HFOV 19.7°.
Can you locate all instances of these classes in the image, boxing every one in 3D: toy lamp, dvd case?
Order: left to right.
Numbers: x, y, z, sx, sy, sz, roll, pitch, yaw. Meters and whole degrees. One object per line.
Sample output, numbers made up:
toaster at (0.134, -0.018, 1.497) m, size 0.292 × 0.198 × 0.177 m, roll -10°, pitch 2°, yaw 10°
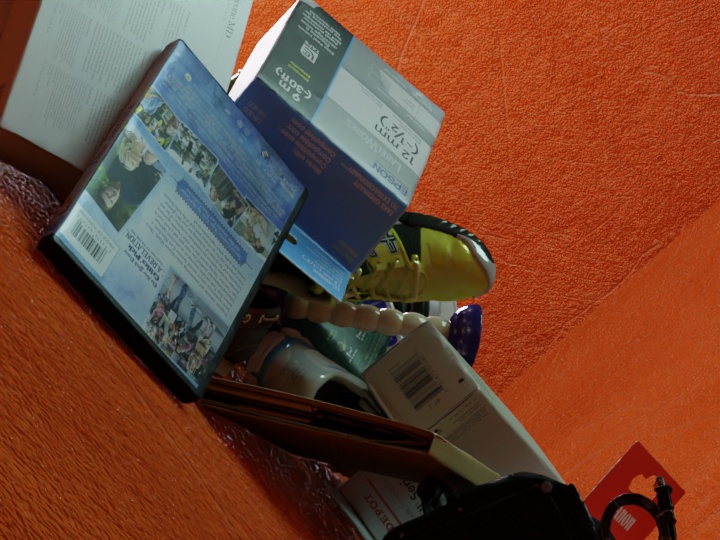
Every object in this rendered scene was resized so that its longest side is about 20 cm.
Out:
dvd case at (-0.113, -0.034, 1.316) m, size 0.143 × 0.017 × 0.201 m, roll 50°, pitch 43°, yaw -24°
toy lamp at (-0.009, 0.034, 1.582) m, size 0.198 × 0.059 × 0.058 m, roll 12°, pitch 9°, yaw -8°

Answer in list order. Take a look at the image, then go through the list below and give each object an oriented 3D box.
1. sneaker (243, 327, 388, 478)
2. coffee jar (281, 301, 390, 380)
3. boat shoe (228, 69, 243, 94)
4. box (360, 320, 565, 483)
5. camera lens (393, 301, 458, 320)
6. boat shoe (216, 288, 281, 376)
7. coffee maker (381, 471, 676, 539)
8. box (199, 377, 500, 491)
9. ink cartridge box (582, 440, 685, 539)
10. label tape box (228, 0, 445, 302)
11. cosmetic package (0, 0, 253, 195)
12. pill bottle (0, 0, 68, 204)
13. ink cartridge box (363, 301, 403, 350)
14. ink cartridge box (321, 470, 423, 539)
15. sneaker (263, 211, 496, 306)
sneaker at (-0.002, 0.121, 1.567) m, size 0.200 × 0.075 × 0.086 m, roll 36°, pitch -5°, yaw -41°
coffee jar at (-0.072, 0.020, 1.657) m, size 0.200 × 0.085 × 0.105 m, roll 49°, pitch 38°, yaw -16°
boat shoe at (-0.058, -0.062, 1.605) m, size 0.072 × 0.068 × 0.201 m, roll -145°, pitch -147°, yaw -75°
box at (0.081, 0.123, 1.567) m, size 0.082 × 0.068 × 0.200 m, roll 54°, pitch 3°, yaw 39°
camera lens at (0.004, 0.044, 1.882) m, size 0.160 × 0.160 × 0.200 m, roll 49°, pitch 3°, yaw 13°
boat shoe at (-0.115, 0.014, 1.427) m, size 0.071 × 0.070 × 0.200 m, roll 51°, pitch 5°, yaw 22°
coffee maker at (0.129, 0.214, 1.372) m, size 0.200 × 0.190 × 0.136 m, roll 38°, pitch 52°, yaw -67°
box at (-0.002, 0.115, 1.394) m, size 0.162 × 0.021 × 0.200 m, roll 11°, pitch -11°, yaw 19°
ink cartridge box at (0.180, 0.240, 1.608) m, size 0.057 × 0.200 × 0.163 m, roll 47°, pitch 2°, yaw 30°
label tape box at (-0.027, -0.091, 1.472) m, size 0.143 × 0.066 × 0.200 m, roll 40°, pitch 32°, yaw -12°
cosmetic package at (-0.158, -0.143, 1.367) m, size 0.150 × 0.202 × 0.052 m, roll 28°, pitch -26°, yaw -29°
pill bottle at (-0.195, -0.114, 1.436) m, size 0.200 × 0.111 × 0.111 m, roll 48°, pitch 3°, yaw -20°
ink cartridge box at (-0.025, 0.023, 1.764) m, size 0.039 × 0.099 × 0.202 m, roll 64°, pitch 9°, yaw -76°
ink cartridge box at (0.055, 0.200, 1.562) m, size 0.117 × 0.067 × 0.200 m, roll 51°, pitch 4°, yaw 26°
sneaker at (0.000, 0.000, 1.530) m, size 0.077 × 0.198 × 0.076 m, roll -75°, pitch 170°, yaw -49°
